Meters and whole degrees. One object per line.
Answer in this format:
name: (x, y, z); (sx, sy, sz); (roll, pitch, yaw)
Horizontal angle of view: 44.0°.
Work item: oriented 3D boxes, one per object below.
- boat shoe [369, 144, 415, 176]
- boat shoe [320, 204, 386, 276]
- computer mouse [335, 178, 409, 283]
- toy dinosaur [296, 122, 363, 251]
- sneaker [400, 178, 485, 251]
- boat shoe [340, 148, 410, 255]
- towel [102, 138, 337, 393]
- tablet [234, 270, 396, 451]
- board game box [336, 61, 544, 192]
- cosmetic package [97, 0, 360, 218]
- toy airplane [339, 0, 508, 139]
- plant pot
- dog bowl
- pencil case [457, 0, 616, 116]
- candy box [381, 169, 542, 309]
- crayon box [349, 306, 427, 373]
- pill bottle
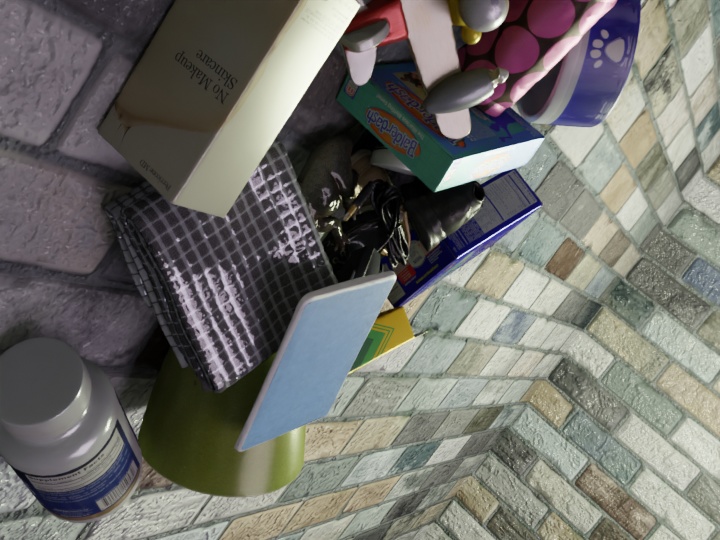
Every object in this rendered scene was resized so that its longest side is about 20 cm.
boat shoe: (0.059, -0.145, 1.019); (0.200, 0.070, 0.065); (-34, 137, -74)
boat shoe: (-0.034, 0.003, 1.025); (0.198, 0.066, 0.075); (-32, 130, 4)
computer mouse: (0.000, 0.000, 0.941); (0.200, 0.046, 0.142); (-50, 144, -32)
toy dinosaur: (-0.037, -0.087, 0.933); (0.200, 0.077, 0.102); (-49, 151, -10)
sneaker: (0.098, -0.076, 1.026); (0.090, 0.077, 0.200); (-28, -167, 6)
boat shoe: (0.025, -0.075, 1.077); (0.074, 0.069, 0.200); (-46, 155, -6)
towel: (-0.114, -0.007, 0.804); (0.165, 0.085, 0.202); (-38, 119, -30)
tablet: (-0.045, 0.088, 0.855); (0.129, 0.014, 0.202); (-15, 139, -46)
board game box: (0.091, -0.163, 0.959); (0.199, 0.152, 0.045); (-19, 149, -50)
cosmetic package: (-0.102, -0.155, 0.683); (0.201, 0.103, 0.073); (-56, 155, 10)
toy airplane: (0.069, -0.241, 0.808); (0.198, 0.140, 0.202); (19, 94, -42)
plant pot: (-0.134, 0.103, 0.957); (0.186, 0.186, 0.203); (-15, 123, -53)
dog bowl: (0.243, -0.268, 1.024); (0.077, 0.202, 0.202); (4, 138, -8)
pencil case: (0.175, -0.255, 0.912); (0.090, 0.095, 0.200); (26, 134, -27)
candy box: (0.132, -0.047, 1.248); (0.199, 0.078, 0.169); (-29, 171, -38)
crayon box: (-0.016, 0.104, 1.224); (0.125, 0.052, 0.199); (-21, 180, 41)
pill bottle: (-0.271, 0.147, 0.817); (0.111, 0.111, 0.201); (-39, 155, -24)
